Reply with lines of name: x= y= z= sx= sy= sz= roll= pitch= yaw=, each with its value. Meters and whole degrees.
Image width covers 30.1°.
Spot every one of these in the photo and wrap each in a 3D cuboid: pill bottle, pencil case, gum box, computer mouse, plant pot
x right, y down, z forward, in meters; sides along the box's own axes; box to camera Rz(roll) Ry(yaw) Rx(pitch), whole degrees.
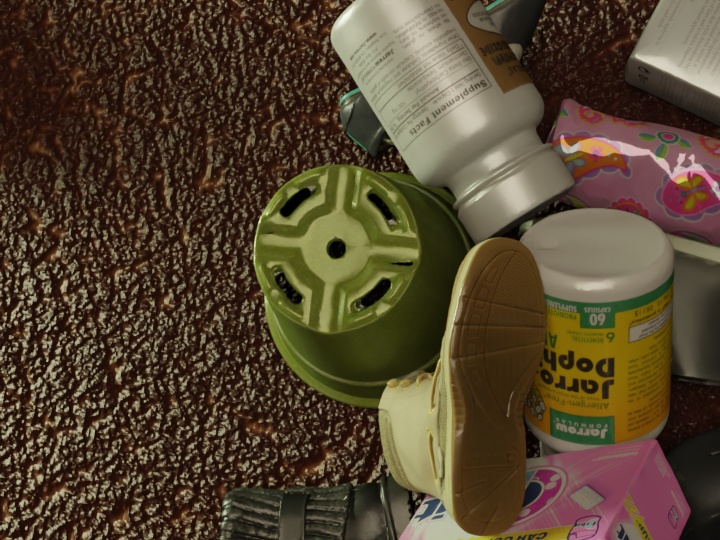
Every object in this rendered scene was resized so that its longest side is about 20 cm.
pill bottle: x=0.172 y=0.066 z=0.986 sx=0.112 sy=0.113 sz=0.201 roll=1 pitch=121 yaw=11
pencil case: x=0.243 y=-0.073 z=1.056 sx=0.199 sy=0.087 sz=0.088 roll=15 pitch=83 yaw=12
gum box: x=0.118 y=0.191 z=0.951 sx=0.199 sy=0.114 sz=0.066 roll=-16 pitch=109 yaw=38
pill bottle: x=0.074 y=-0.126 z=1.017 sx=0.114 sy=0.114 sz=0.201 roll=-32 pitch=85 yaw=4
computer mouse: x=0.294 y=0.139 z=0.992 sx=0.199 sy=0.053 sz=0.139 roll=-25 pitch=34 yaw=11
plant pot: x=0.000 y=0.000 z=1.032 sx=0.199 sy=0.190 sz=0.201 roll=-2 pitch=80 yaw=10

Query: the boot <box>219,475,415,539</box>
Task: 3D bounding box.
boot: x=-0.025 y=0.265 z=1.044 sx=0.157 sy=0.079 sz=0.212 roll=-9 pitch=68 yaw=2

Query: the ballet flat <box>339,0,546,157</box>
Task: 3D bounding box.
ballet flat: x=0.078 y=-0.156 z=1.107 sx=0.199 sy=0.073 sz=0.073 roll=-30 pitch=76 yaw=11

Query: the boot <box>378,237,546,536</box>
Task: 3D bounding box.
boot: x=0.068 y=0.074 z=0.962 sx=0.072 sy=0.155 sz=0.201 roll=1 pitch=93 yaw=-18

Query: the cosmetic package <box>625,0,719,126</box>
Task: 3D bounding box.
cosmetic package: x=0.322 y=-0.159 z=1.060 sx=0.199 sy=0.074 sz=0.102 roll=29 pitch=86 yaw=12

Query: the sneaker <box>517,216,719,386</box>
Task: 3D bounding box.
sneaker: x=0.213 y=0.024 z=1.046 sx=0.199 sy=0.075 sz=0.107 roll=13 pitch=83 yaw=12
